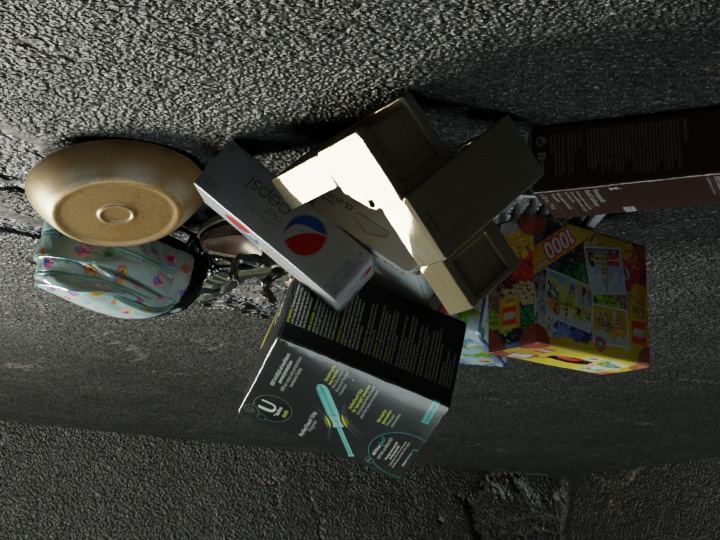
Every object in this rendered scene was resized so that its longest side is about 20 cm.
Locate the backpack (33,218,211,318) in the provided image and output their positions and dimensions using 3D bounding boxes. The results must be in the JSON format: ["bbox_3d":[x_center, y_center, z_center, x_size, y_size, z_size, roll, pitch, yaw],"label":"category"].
[{"bbox_3d":[-0.302,-0.010,1.776,0.166,0.127,0.200,-5,161,34],"label":"backpack"}]

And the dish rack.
[{"bbox_3d":[0.173,-0.076,1.648,0.199,0.044,0.172,2,165,-4],"label":"dish rack"}]

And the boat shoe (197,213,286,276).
[{"bbox_3d":[-0.100,-0.032,1.749,0.201,0.075,0.075,-5,148,11],"label":"boat shoe"}]

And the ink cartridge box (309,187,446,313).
[{"bbox_3d":[0.039,-0.034,1.606,0.145,0.083,0.200,34,171,16],"label":"ink cartridge box"}]

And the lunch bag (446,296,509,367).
[{"bbox_3d":[0.147,0.029,1.827,0.082,0.162,0.200,6,166,18],"label":"lunch bag"}]

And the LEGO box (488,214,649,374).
[{"bbox_3d":[0.240,0.031,1.679,0.199,0.150,0.077,12,162,-40],"label":"LEGO box"}]

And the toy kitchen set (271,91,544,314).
[{"bbox_3d":[0.061,-0.073,1.465,0.163,0.200,0.180,-39,-170,-32],"label":"toy kitchen set"}]

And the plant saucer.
[{"bbox_3d":[-0.268,-0.075,1.604,0.199,0.036,0.200,-5,152,-3],"label":"plant saucer"}]

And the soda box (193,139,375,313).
[{"bbox_3d":[-0.079,-0.045,1.529,0.200,0.064,0.068,40,171,11],"label":"soda box"}]

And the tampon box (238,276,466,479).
[{"bbox_3d":[-0.009,0.107,1.598,0.199,0.127,0.150,23,135,-7],"label":"tampon box"}]

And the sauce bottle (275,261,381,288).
[{"bbox_3d":[-0.010,0.031,1.661,0.200,0.065,0.065,40,149,-21],"label":"sauce bottle"}]

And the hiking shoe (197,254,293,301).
[{"bbox_3d":[-0.178,-0.018,1.868,0.199,0.076,0.101,-13,153,17],"label":"hiking shoe"}]

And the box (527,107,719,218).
[{"bbox_3d":[0.279,-0.106,1.471,0.199,0.075,0.100,-7,163,21],"label":"box"}]

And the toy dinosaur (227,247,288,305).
[{"bbox_3d":[-0.104,-0.013,1.700,0.200,0.088,0.047,36,-168,-13],"label":"toy dinosaur"}]

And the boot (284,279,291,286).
[{"bbox_3d":[-0.003,0.050,1.951,0.200,0.074,0.154,31,171,-40],"label":"boot"}]
